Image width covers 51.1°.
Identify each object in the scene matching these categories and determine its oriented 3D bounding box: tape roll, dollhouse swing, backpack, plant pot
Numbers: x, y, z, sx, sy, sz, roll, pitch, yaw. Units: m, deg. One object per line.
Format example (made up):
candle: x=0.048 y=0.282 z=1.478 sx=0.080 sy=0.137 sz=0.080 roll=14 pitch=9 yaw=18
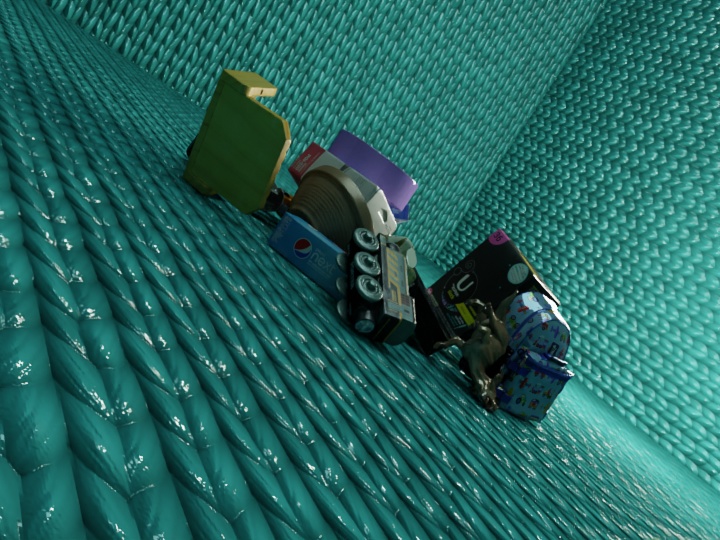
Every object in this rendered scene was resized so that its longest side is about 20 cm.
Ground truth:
tape roll: x=0.023 y=-0.207 z=1.563 sx=0.198 sy=0.066 sz=0.200 roll=35 pitch=3 yaw=-2
dollhouse swing: x=-0.185 y=-0.215 z=1.312 sx=0.174 sy=0.203 sz=0.182 roll=30 pitch=19 yaw=10
backpack: x=0.306 y=0.150 z=1.368 sx=0.181 sy=0.202 sz=0.134 roll=30 pitch=8 yaw=-41
plant pot: x=-0.072 y=-0.081 z=1.378 sx=0.092 sy=0.204 sz=0.200 roll=-27 pitch=51 yaw=-32

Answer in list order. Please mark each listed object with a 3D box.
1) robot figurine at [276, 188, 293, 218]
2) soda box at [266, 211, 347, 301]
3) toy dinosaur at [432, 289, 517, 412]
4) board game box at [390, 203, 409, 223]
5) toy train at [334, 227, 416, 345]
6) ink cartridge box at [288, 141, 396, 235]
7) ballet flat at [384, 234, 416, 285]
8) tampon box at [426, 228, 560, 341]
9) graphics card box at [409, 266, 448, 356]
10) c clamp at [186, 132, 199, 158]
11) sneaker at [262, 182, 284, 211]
robot figurine: x=-0.131 y=-0.113 z=1.607 sx=0.199 sy=0.059 sz=0.145 roll=34 pitch=5 yaw=-25
soda box: x=-0.059 y=-0.013 z=1.264 sx=0.199 sy=0.065 sz=0.068 roll=38 pitch=7 yaw=19
toy dinosaur: x=0.216 y=0.131 z=1.268 sx=0.136 sy=0.201 sz=0.085 roll=48 pitch=-30 yaw=-15
board game box: x=-0.017 y=-0.136 z=1.730 sx=0.196 sy=0.044 sz=0.198 roll=7 pitch=-6 yaw=-21
toy train: x=0.024 y=0.022 z=1.140 sx=0.112 sy=0.086 sz=0.202 roll=23 pitch=38 yaw=-22
ink cartridge box: x=-0.034 y=-0.142 z=1.489 sx=0.199 sy=0.085 sz=0.146 roll=36 pitch=-13 yaw=33
ballet flat: x=0.066 y=-0.023 z=1.304 sx=0.070 sy=0.071 sz=0.201 roll=33 pitch=19 yaw=-14
tampon box: x=0.256 y=0.054 z=1.473 sx=0.126 sy=0.199 sz=0.151 roll=38 pitch=17 yaw=-41
graphics card box: x=0.101 y=0.057 z=1.361 sx=0.127 sy=0.050 sz=0.200 roll=61 pitch=5 yaw=-17
c clamp: x=-0.265 y=-0.225 z=1.520 sx=0.168 sy=0.028 sz=0.200 roll=23 pitch=-21 yaw=-16
sneaker: x=-0.243 y=-0.171 z=1.478 sx=0.198 sy=0.075 sz=0.088 roll=34 pitch=-12 yaw=-3
